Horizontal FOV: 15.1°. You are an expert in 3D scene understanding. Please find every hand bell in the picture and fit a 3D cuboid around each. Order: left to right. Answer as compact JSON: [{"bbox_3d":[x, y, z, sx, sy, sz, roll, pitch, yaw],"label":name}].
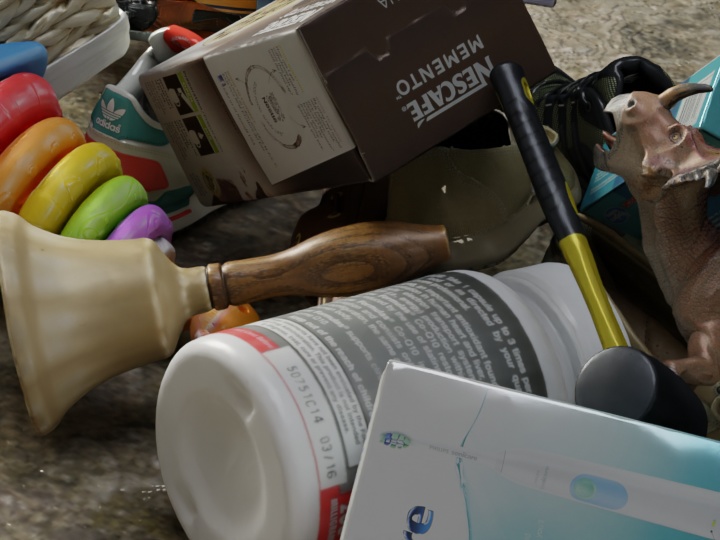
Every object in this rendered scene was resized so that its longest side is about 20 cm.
[{"bbox_3d":[-0.058,0.005,1.238,0.199,0.104,0.104,-11,34,-1],"label":"hand bell"}]

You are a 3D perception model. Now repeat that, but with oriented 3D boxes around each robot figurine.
[{"bbox_3d":[-0.113,-0.162,1.558,0.199,0.058,0.145,7,12,-9],"label":"robot figurine"}]

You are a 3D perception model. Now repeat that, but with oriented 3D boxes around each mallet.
[{"bbox_3d":[0.090,-0.009,1.163,0.066,0.041,0.200,28,37,-62],"label":"mallet"}]

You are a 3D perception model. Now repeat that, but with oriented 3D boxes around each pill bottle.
[{"bbox_3d":[0.020,0.064,1.211,0.200,0.114,0.114,-15,40,-34],"label":"pill bottle"}]

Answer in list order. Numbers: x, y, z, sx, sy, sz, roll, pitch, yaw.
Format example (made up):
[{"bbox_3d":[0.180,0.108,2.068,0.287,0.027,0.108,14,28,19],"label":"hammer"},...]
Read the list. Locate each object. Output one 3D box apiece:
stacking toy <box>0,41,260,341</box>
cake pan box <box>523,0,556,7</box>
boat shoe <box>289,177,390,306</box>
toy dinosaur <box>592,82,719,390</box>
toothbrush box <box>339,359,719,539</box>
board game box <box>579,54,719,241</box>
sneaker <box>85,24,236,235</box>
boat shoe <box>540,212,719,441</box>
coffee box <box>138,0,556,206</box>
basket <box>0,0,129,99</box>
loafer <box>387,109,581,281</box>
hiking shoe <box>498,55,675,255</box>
[{"bbox_3d":[-0.131,-0.014,1.320,0.200,0.110,0.116,32,26,12],"label":"stacking toy"},{"bbox_3d":[0.004,-0.192,1.517,0.199,0.052,0.184,8,8,-8],"label":"cake pan box"},{"bbox_3d":[0.000,-0.001,1.360,0.067,0.072,0.200,-11,26,15],"label":"boat shoe"},{"bbox_3d":[0.192,0.007,1.225,0.200,0.136,0.086,24,2,-15],"label":"toy dinosaur"},{"bbox_3d":[0.087,0.134,1.076,0.199,0.085,0.147,13,76,2],"label":"toothbrush box"},{"bbox_3d":[0.228,-0.024,1.331,0.200,0.151,0.047,26,71,-10],"label":"board game box"},{"bbox_3d":[-0.076,-0.090,1.444,0.070,0.094,0.200,27,36,25],"label":"sneaker"},{"bbox_3d":[0.158,0.045,1.329,0.073,0.063,0.200,-22,45,-41],"label":"boat shoe"},{"bbox_3d":[-0.011,-0.094,1.302,0.113,0.080,0.200,-31,10,-23],"label":"coffee box"},{"bbox_3d":[-0.239,-0.138,1.394,0.200,0.124,0.135,-37,52,-25],"label":"basket"},{"bbox_3d":[0.061,-0.049,1.340,0.076,0.068,0.200,-10,12,15],"label":"loafer"},{"bbox_3d":[0.139,-0.082,1.486,0.076,0.101,0.200,-10,37,-30],"label":"hiking shoe"}]
